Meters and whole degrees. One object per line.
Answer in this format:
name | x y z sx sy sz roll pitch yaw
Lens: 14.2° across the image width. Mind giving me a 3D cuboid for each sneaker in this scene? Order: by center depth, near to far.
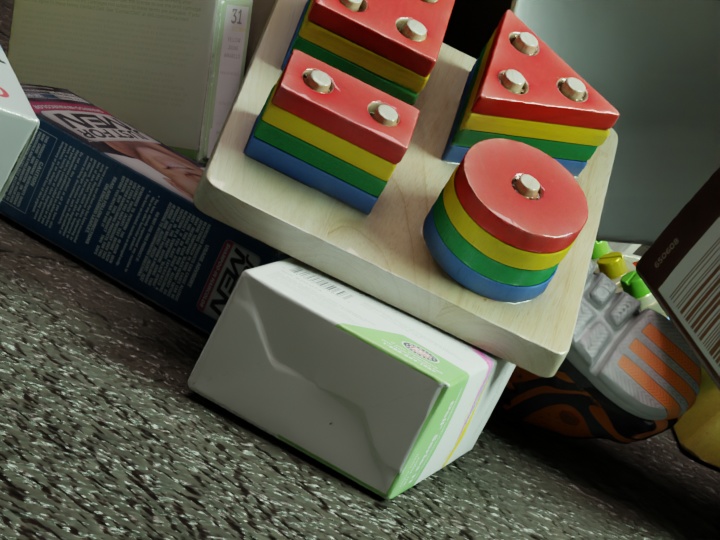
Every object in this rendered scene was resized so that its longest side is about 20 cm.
sneaker | 0.087 0.025 1.582 0.200 0.078 0.112 47 -29 2

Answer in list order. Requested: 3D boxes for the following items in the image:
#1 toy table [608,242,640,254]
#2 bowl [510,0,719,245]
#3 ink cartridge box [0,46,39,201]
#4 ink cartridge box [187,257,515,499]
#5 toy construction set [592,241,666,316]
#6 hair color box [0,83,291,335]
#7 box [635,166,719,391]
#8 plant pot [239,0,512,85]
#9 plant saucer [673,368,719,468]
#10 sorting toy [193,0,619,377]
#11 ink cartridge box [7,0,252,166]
toy table | 0.159 -0.043 2.049 0.184 0.117 0.200 14 16 -42
bowl | 0.176 -0.110 1.595 0.199 0.200 0.075 3 40 2
ink cartridge box | -0.261 -0.110 1.451 0.147 0.086 0.200 17 23 -33
ink cartridge box | 0.007 0.045 1.442 0.117 0.067 0.200 29 12 12
toy construction set | 0.190 0.013 1.861 0.200 0.131 0.092 -146 -145 -83
hair color box | -0.114 -0.031 1.550 0.200 0.061 0.100 30 13 19
box | 0.291 0.018 1.547 0.200 0.164 0.166 23 24 -40
plant pot | 0.018 -0.107 1.690 0.173 0.201 0.200 12 -1 44
plant saucer | 0.290 0.107 1.820 0.200 0.049 0.200 23 11 -5
sorting toy | 0.039 -0.070 1.466 0.198 0.070 0.200 26 38 -6
ink cartridge box | -0.133 -0.168 1.695 0.145 0.201 0.048 9 4 28
